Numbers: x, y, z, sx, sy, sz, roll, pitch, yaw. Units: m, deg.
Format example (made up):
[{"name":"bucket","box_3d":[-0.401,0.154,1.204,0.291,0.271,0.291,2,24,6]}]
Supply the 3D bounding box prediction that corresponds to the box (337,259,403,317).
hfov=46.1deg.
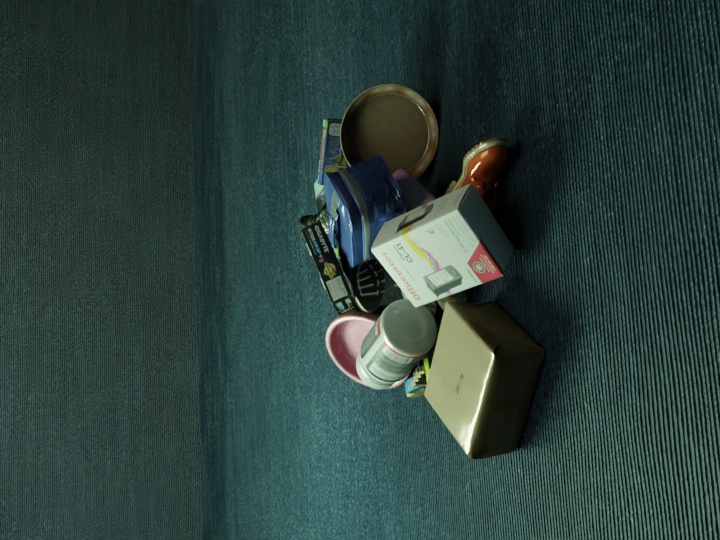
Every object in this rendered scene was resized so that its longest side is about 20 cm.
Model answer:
[{"name":"box","box_3d":[0.032,0.031,1.831,0.200,0.105,0.124,154,114,-63]}]

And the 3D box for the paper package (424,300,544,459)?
[{"name":"paper package","box_3d":[0.204,0.179,1.446,0.191,0.102,0.203,-130,45,-55]}]

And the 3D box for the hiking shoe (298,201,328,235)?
[{"name":"hiking shoe","box_3d":[-0.059,-0.124,1.860,0.198,0.076,0.102,4,119,36]}]

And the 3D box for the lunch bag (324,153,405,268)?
[{"name":"lunch bag","box_3d":[-0.001,-0.103,1.592,0.201,0.131,0.137,89,158,-55]}]

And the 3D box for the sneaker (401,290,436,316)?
[{"name":"sneaker","box_3d":[0.104,0.027,1.710,0.082,0.073,0.202,96,170,-55]}]

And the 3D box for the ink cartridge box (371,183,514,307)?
[{"name":"ink cartridge box","box_3d":[0.141,-0.038,1.453,0.199,0.148,0.086,-24,23,38]}]

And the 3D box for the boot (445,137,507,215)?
[{"name":"boot","box_3d":[0.216,-0.141,1.472,0.201,0.074,0.108,112,146,-55]}]

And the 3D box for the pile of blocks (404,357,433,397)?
[{"name":"pile of blocks","box_3d":[0.126,0.196,1.646,0.200,0.081,0.063,137,129,-59]}]

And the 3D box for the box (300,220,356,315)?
[{"name":"box","box_3d":[-0.061,0.000,1.706,0.200,0.045,0.161,71,176,-80]}]

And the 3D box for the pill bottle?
[{"name":"pill bottle","box_3d":[0.064,0.148,1.639,0.200,0.112,0.115,121,142,-57]}]

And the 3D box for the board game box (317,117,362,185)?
[{"name":"board game box","box_3d":[0.014,-0.239,1.760,0.034,0.197,0.138,-138,54,-67]}]

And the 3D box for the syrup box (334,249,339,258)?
[{"name":"syrup box","box_3d":[-0.029,-0.134,2.002,0.079,0.080,0.203,-158,69,-64]}]

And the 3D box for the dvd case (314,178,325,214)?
[{"name":"dvd case","box_3d":[-0.058,-0.184,1.946,0.200,0.022,0.148,135,132,-56]}]

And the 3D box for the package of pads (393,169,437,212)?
[{"name":"package of pads","box_3d":[0.121,-0.104,1.613,0.076,0.121,0.200,-42,34,2]}]

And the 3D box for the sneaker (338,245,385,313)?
[{"name":"sneaker","box_3d":[0.000,0.000,1.717,0.081,0.073,0.202,101,158,-58]}]

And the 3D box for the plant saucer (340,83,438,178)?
[{"name":"plant saucer","box_3d":[0.058,-0.272,1.702,0.035,0.197,0.204,-83,-1,-77]}]

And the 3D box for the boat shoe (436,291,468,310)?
[{"name":"boat shoe","box_3d":[0.132,-0.001,1.613,0.074,0.066,0.200,-43,48,-1]}]

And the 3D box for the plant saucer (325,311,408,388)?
[{"name":"plant saucer","box_3d":[0.023,0.162,1.801,0.051,0.199,0.202,-54,-6,-44]}]
